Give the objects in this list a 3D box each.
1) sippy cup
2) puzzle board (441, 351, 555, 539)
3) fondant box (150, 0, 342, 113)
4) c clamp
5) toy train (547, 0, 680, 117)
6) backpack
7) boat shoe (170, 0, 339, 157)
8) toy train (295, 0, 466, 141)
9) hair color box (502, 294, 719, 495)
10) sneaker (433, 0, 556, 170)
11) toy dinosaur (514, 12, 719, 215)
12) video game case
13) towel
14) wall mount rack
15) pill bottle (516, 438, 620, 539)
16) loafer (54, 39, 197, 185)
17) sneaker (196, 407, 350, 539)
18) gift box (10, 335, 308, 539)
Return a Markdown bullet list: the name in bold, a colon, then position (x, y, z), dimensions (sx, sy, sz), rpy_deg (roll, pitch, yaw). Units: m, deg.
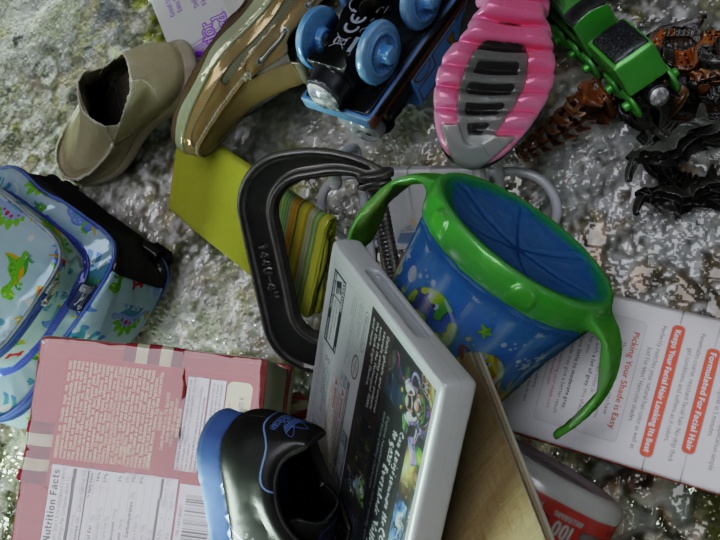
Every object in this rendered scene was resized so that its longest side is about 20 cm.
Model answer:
- **sippy cup**: position (0.072, 0.028, 0.666), dimensions (0.130, 0.139, 0.178), rpy_deg (-57, 33, 24)
- **puzzle board**: position (0.045, 0.169, 0.608), dimensions (0.200, 0.017, 0.151), rpy_deg (-60, 32, 34)
- **fondant box**: position (-0.075, -0.238, 0.883), dimensions (0.200, 0.058, 0.145), rpy_deg (-29, 70, 16)
- **c clamp**: position (0.000, 0.000, 0.748), dimensions (0.170, 0.027, 0.200), rpy_deg (-12, 106, 17)
- **toy train**: position (0.163, -0.168, 0.718), dimensions (0.042, 0.056, 0.200), rpy_deg (-36, 32, 11)
- **backpack**: position (-0.290, 0.027, 0.868), dimensions (0.183, 0.147, 0.200), rpy_deg (33, 96, 28)
- **boat shoe**: position (-0.073, -0.167, 0.807), dimensions (0.076, 0.072, 0.200), rpy_deg (33, 98, 5)
- **toy train**: position (0.033, -0.187, 0.775), dimensions (0.087, 0.114, 0.200), rpy_deg (22, 71, 34)
- **hair color box**: position (0.199, 0.082, 0.695), dimensions (0.200, 0.064, 0.111), rpy_deg (14, 83, 27)
- **sneaker**: position (0.097, -0.157, 0.726), dimensions (0.079, 0.095, 0.200), rpy_deg (15, 75, 2)
- **toy dinosaur**: position (0.216, -0.115, 0.732), dimensions (0.200, 0.102, 0.136), rpy_deg (-32, 52, 33)
- **video game case**: position (0.006, 0.108, 0.625), dimensions (0.182, 0.023, 0.200), rpy_deg (-127, 42, -58)
- **towel**: position (-0.092, -0.046, 0.831), dimensions (0.200, 0.018, 0.086), rpy_deg (35, 122, 37)
- **wall mount rack**: position (0.049, -0.011, 0.778), dimensions (0.200, 0.075, 0.174), rpy_deg (1, 111, 24)
- **pill bottle**: position (0.079, 0.217, 0.687), dimensions (0.116, 0.116, 0.200), rpy_deg (28, 91, 25)
- **loafer**: position (-0.219, -0.140, 0.889), dimensions (0.200, 0.068, 0.076), rpy_deg (-34, 65, 39)
- **sneaker**: position (-0.044, 0.180, 0.631), dimensions (0.078, 0.070, 0.200), rpy_deg (1, 110, 34)
- **gift box**: position (-0.129, 0.149, 0.757), dimensions (0.200, 0.187, 0.185), rpy_deg (11, 82, 2)
